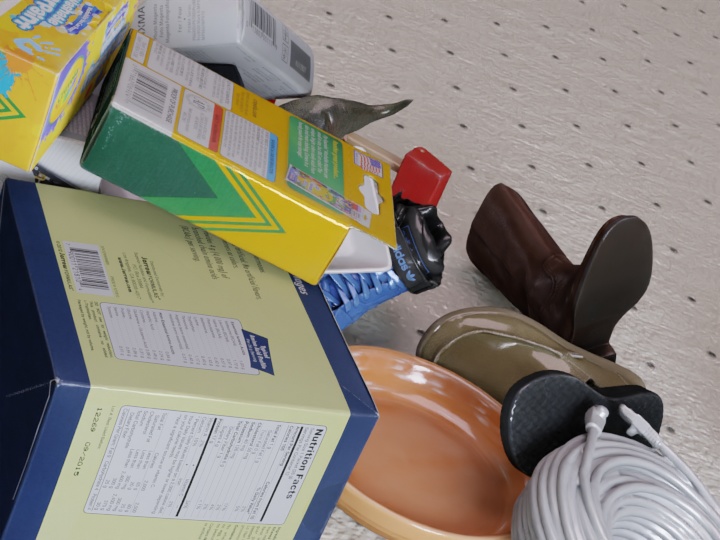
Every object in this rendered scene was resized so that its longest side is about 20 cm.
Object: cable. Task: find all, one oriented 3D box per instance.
[{"bbox_3d":[0.184,0.199,1.077,0.200,0.069,0.200,45,33,6],"label":"cable"}]

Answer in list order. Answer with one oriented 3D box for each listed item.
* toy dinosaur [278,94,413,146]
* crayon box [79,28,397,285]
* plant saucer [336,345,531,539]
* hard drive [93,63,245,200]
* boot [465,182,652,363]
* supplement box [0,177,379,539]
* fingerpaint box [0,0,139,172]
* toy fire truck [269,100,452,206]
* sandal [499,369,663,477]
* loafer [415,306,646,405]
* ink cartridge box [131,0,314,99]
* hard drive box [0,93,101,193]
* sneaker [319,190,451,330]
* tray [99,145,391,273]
[{"bbox_3d":[-0.053,-0.098,1.355,0.103,0.198,0.077,54,27,-30],"label":"toy dinosaur"},{"bbox_3d":[-0.075,-0.067,1.066,0.198,0.052,0.126,26,25,-15],"label":"crayon box"},{"bbox_3d":[0.036,0.127,1.147,0.198,0.038,0.201,20,28,-11],"label":"plant saucer"},{"bbox_3d":[-0.133,-0.071,1.204,0.133,0.042,0.202,1,55,-14],"label":"hard drive"},{"bbox_3d":[0.152,-0.023,1.349,0.064,0.188,0.201,-7,42,-23],"label":"boot"},{"bbox_3d":[-0.125,0.066,1.012,0.198,0.135,0.201,9,33,-27],"label":"supplement box"},{"bbox_3d":[-0.241,-0.159,1.036,0.165,0.074,0.201,23,29,-4],"label":"fingerpaint box"},{"bbox_3d":[-0.032,-0.110,1.479,0.199,0.049,0.141,36,29,21],"label":"toy fire truck"},{"bbox_3d":[0.146,0.108,1.176,0.048,0.076,0.199,21,5,38],"label":"sandal"},{"bbox_3d":[0.137,0.086,1.256,0.198,0.077,0.068,16,23,-16],"label":"loafer"},{"bbox_3d":[-0.154,-0.170,1.313,0.198,0.058,0.162,2,-8,18],"label":"ink cartridge box"},{"bbox_3d":[-0.279,-0.055,1.074,0.198,0.157,0.077,13,30,-20],"label":"hard drive box"},{"bbox_3d":[-0.001,-0.001,1.238,0.200,0.110,0.077,-30,95,-59],"label":"sneaker"},{"bbox_3d":[-0.083,-0.037,1.154,0.197,0.022,0.108,-2,59,-17],"label":"tray"}]
